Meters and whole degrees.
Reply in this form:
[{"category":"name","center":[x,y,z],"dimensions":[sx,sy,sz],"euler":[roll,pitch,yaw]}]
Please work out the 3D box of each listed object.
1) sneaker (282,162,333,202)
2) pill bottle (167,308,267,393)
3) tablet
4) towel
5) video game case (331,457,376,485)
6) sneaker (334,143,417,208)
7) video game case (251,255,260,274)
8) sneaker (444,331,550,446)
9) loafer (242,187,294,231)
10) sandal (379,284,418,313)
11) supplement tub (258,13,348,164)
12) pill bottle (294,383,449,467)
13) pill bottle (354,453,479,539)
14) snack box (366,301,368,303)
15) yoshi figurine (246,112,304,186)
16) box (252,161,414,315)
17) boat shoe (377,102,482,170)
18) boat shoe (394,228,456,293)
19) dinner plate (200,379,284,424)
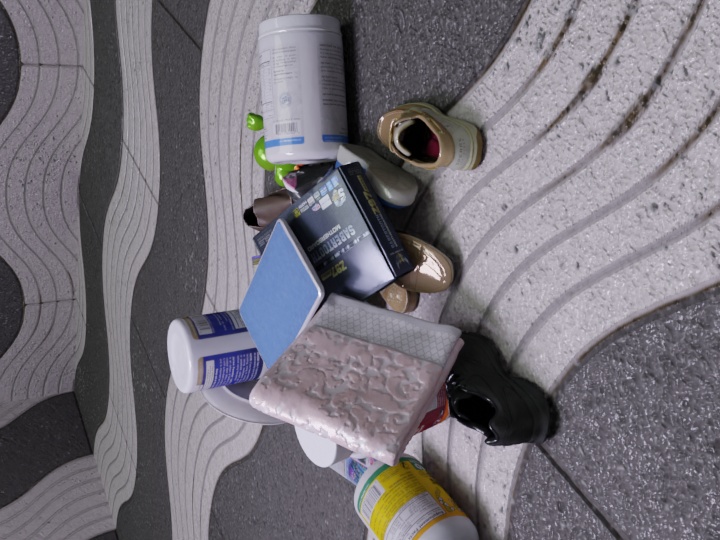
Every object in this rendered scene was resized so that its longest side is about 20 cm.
[{"category":"sneaker","center":[-0.069,-0.115,1.209],"dimensions":[0.200,0.078,0.088],"euler":[-87,-17,-79]},{"category":"pill bottle","center":[-0.211,0.127,1.311],"dimensions":[0.119,0.196,0.123],"euler":[18,111,57]},{"category":"tablet","center":[-0.110,0.043,1.063],"dimensions":[0.131,0.013,0.201],"euler":[58,138,27]},{"category":"towel","center":[-0.002,0.115,0.912],"dimensions":[0.196,0.192,0.033],"euler":[15,139,29]},{"category":"video game case","center":[-0.003,0.237,1.231],"dimensions":[0.181,0.023,0.206],"euler":[12,105,59]},{"category":"sneaker","center":[0.012,-0.095,1.089],"dimensions":[0.200,0.075,0.114],"euler":[44,126,54]},{"category":"video game case","center":[-0.128,0.058,1.395],"dimensions":[0.199,0.045,0.186],"euler":[-5,92,60]},{"category":"sneaker","center":[0.130,0.133,0.913],"dimensions":[0.199,0.089,0.078],"euler":[37,128,53]},{"category":"loafer","center":[-0.153,-0.100,1.384],"dimensions":[0.199,0.070,0.075],"euler":[-19,79,59]},{"category":"sandal","center":[0.001,-0.005,1.134],"dimensions":[0.212,0.068,0.079],"euler":[45,132,48]},{"category":"supplement tub","center":[-0.085,-0.266,1.178],"dimensions":[0.131,0.129,0.206],"euler":[4,98,59]},{"category":"pill bottle","center":[0.019,0.169,0.991],"dimensions":[0.109,0.197,0.112],"euler":[22,119,47]},{"category":"pill bottle","center":[0.083,0.338,1.010],"dimensions":[0.200,0.110,0.115],"euler":[41,129,50]},{"category":"snack box","center":[-0.054,0.052,1.207],"dimensions":[0.116,0.037,0.199],"euler":[46,158,-20]},{"category":"yoshi figurine","center":[-0.140,-0.246,1.316],"dimensions":[0.112,0.110,0.205],"euler":[-123,35,-63]},{"category":"box","center":[-0.041,-0.023,1.042],"dimensions":[0.199,0.051,0.160],"euler":[-32,84,40]},{"category":"boat shoe","center":[0.071,-0.171,0.986],"dimensions":[0.199,0.065,0.076],"euler":[27,118,56]},{"category":"boat shoe","center":[0.050,-0.022,1.047],"dimensions":[0.197,0.064,0.074],"euler":[14,111,38]},{"category":"dinner plate","center":[-0.178,0.200,1.355],"dimensions":[0.200,0.196,0.025],"euler":[42,127,49]}]
